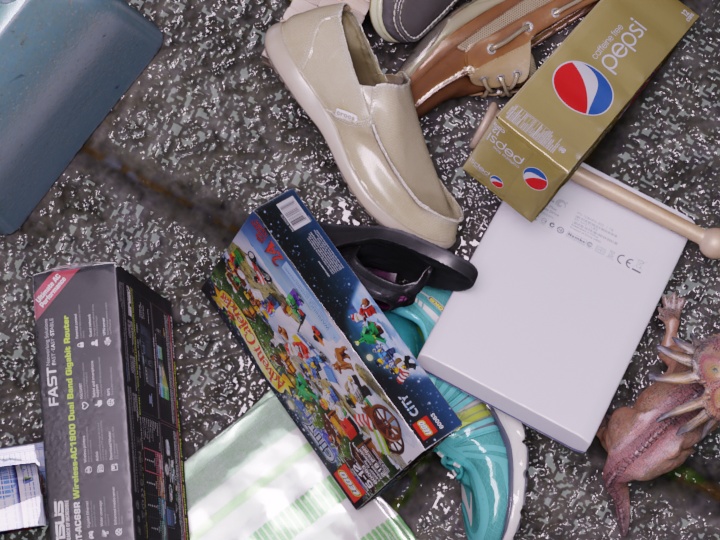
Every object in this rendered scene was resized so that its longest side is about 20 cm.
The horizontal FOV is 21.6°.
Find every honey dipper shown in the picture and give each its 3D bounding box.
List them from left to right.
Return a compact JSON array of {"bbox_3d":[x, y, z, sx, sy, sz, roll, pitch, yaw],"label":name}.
[{"bbox_3d":[0.173,-0.058,1.349,0.200,0.038,0.038,29,86,1],"label":"honey dipper"}]

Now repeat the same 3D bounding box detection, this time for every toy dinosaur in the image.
[{"bbox_3d":[0.213,0.103,1.301,0.086,0.136,0.200,33,107,-1],"label":"toy dinosaur"}]

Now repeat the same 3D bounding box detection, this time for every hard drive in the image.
[{"bbox_3d":[0.141,0.015,1.338,0.132,0.025,0.200,28,62,5],"label":"hard drive"}]

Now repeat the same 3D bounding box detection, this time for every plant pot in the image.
[{"bbox_3d":[-0.284,-0.169,1.327,0.196,0.200,0.196,37,87,6],"label":"plant pot"}]

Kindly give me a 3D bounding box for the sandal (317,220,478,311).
[{"bbox_3d":[0.000,0.000,1.326,0.200,0.075,0.048,9,71,42],"label":"sandal"}]

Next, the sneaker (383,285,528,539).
[{"bbox_3d":[0.063,0.105,1.340,0.079,0.078,0.200,-7,73,-27],"label":"sneaker"}]

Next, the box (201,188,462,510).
[{"bbox_3d":[-0.024,0.058,1.315,0.038,0.137,0.200,-31,80,-31],"label":"box"}]

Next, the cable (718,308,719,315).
[{"bbox_3d":[0.333,0.088,1.348,0.097,0.050,0.200,-39,83,-7],"label":"cable"}]

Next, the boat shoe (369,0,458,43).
[{"bbox_3d":[0.082,-0.246,1.356,0.066,0.072,0.201,25,75,40],"label":"boat shoe"}]

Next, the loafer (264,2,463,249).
[{"bbox_3d":[0.012,-0.103,1.315,0.068,0.076,0.200,-37,91,24],"label":"loafer"}]

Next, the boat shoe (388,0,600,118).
[{"bbox_3d":[0.098,-0.164,1.374,0.200,0.076,0.074,-42,87,-1],"label":"boat shoe"}]

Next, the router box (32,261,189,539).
[{"bbox_3d":[-0.171,0.105,1.308,0.062,0.150,0.200,-7,77,8],"label":"router box"}]

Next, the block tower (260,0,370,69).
[{"bbox_3d":[-0.008,-0.223,1.384,0.058,0.054,0.200,27,89,-5],"label":"block tower"}]

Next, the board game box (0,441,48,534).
[{"bbox_3d":[-0.276,0.157,1.319,0.199,0.200,0.062,-8,85,-13],"label":"board game box"}]

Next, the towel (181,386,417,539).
[{"bbox_3d":[-0.048,0.201,1.369,0.152,0.023,0.200,-39,84,-1],"label":"towel"}]

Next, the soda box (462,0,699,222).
[{"bbox_3d":[0.156,-0.126,1.322,0.064,0.068,0.200,39,54,5],"label":"soda box"}]
